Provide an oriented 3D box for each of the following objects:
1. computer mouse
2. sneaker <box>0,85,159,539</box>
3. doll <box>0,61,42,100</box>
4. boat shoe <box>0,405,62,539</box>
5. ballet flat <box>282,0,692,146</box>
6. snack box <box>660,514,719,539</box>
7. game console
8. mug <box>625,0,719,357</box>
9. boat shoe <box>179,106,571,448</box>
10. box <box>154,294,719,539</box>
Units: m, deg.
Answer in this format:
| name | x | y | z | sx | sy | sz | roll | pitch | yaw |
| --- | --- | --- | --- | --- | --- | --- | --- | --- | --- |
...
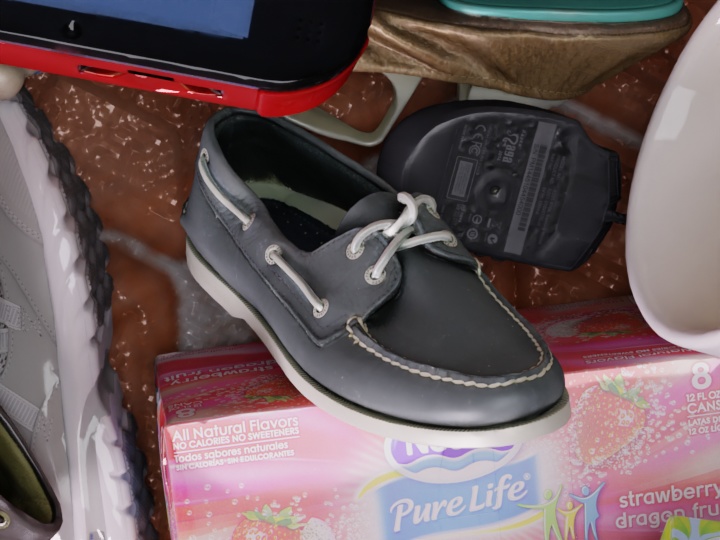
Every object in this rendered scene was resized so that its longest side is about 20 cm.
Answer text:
| name | x | y | z | sx | sy | sz | roll | pitch | yaw |
| --- | --- | --- | --- | --- | --- | --- | --- | --- | --- |
| computer mouse | 0.101 | -0.022 | 1.009 | 0.200 | 0.034 | 0.059 | 15 | 103 | -14 |
| sneaker | -0.131 | 0.027 | 0.993 | 0.082 | 0.075 | 0.200 | -10 | 89 | 3 |
| doll | -0.166 | -0.106 | 0.987 | 0.200 | 0.048 | 0.137 | -28 | 65 | -11 |
| boat shoe | -0.167 | 0.018 | 0.933 | 0.065 | 0.073 | 0.200 | -22 | 113 | 16 |
| ballet flat | 0.020 | -0.080 | 1.012 | 0.200 | 0.068 | 0.072 | 4 | 112 | -5 |
| snack box | 0.108 | 0.198 | 0.940 | 0.053 | 0.200 | 0.142 | 7 | 51 | -4 |
| game console | -0.087 | -0.146 | 0.971 | 0.200 | 0.031 | 0.177 | 11 | 65 | -3 |
| mug | 0.204 | -0.023 | 0.929 | 0.153 | 0.187 | 0.150 | 22 | 67 | -23 |
| boat shoe | 0.000 | 0.000 | 0.945 | 0.073 | 0.200 | 0.062 | -17 | 121 | -29 |
| box | 0.029 | 0.074 | 0.989 | 0.200 | 0.103 | 0.095 | -7 | 103 | -4 |
